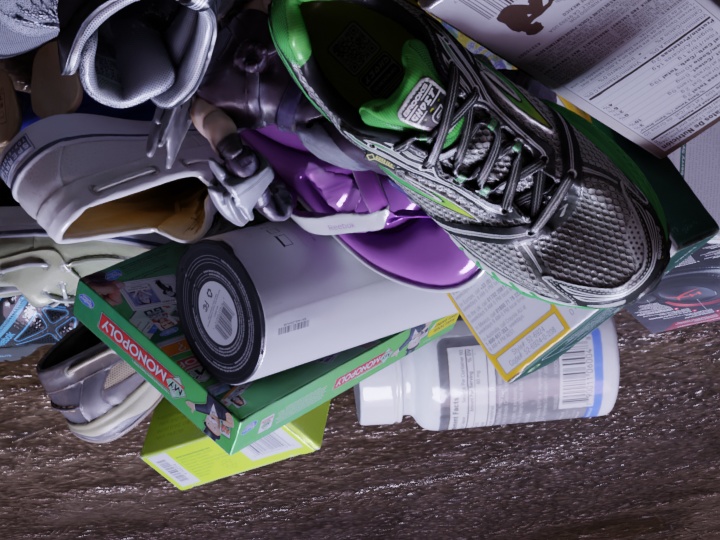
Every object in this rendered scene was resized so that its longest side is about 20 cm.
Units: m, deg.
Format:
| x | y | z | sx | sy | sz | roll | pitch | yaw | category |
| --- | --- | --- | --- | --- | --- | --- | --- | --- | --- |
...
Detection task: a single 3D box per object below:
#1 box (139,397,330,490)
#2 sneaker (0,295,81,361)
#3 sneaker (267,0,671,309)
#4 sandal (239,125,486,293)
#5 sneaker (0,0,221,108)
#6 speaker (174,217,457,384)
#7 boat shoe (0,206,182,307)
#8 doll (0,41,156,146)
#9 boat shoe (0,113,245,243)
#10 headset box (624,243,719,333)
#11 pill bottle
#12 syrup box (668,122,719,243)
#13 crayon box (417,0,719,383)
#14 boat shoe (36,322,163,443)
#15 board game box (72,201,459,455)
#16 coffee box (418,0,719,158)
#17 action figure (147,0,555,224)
| x | y | z | sx | sy | sz | roll | pitch | yaw | category |
| --- | --- | --- | --- | --- | --- | --- | --- | --- | --- |
| -0.066 | 0.041 | 1.016 | 0.122 | 0.200 | 0.048 | -20 | 131 | 34 | box |
| -0.208 | 0.019 | 1.055 | 0.200 | 0.073 | 0.082 | -14 | 155 | 18 | sneaker |
| 0.038 | -0.051 | 0.621 | 0.078 | 0.200 | 0.085 | -55 | 175 | 11 | sneaker |
| -0.018 | -0.051 | 0.780 | 0.050 | 0.203 | 0.083 | -23 | 142 | -47 | sandal |
| -0.127 | -0.117 | 0.676 | 0.075 | 0.114 | 0.200 | 14 | 151 | -40 | sneaker |
| 0.000 | 0.000 | 0.856 | 0.200 | 0.081 | 0.081 | -17 | 169 | -39 | speaker |
| -0.194 | -0.008 | 0.958 | 0.200 | 0.062 | 0.072 | -1 | 173 | 22 | boat shoe |
| -0.138 | -0.072 | 0.877 | 0.136 | 0.049 | 0.200 | -20 | 161 | 21 | doll |
| -0.097 | -0.044 | 0.823 | 0.200 | 0.070 | 0.071 | -5 | 143 | -51 | boat shoe |
| 0.245 | -0.024 | 1.060 | 0.148 | 0.075 | 0.200 | -15 | 156 | 23 | headset box |
| 0.094 | 0.066 | 1.195 | 0.199 | 0.114 | 0.114 | -4 | 158 | -3 | pill bottle |
| 0.167 | -0.059 | 0.867 | 0.079 | 0.082 | 0.200 | 4 | 179 | 36 | syrup box |
| 0.071 | -0.062 | 0.772 | 0.052 | 0.200 | 0.126 | -19 | 162 | -50 | crayon box |
| -0.126 | 0.021 | 0.984 | 0.073 | 0.200 | 0.074 | 51 | 164 | -31 | boat shoe |
| -0.050 | 0.021 | 0.899 | 0.200 | 0.135 | 0.029 | -25 | 145 | -44 | board game box |
| 0.097 | -0.140 | 0.665 | 0.080 | 0.113 | 0.200 | -35 | 148 | 26 | coffee box |
| -0.014 | -0.076 | 0.718 | 0.200 | 0.130 | 0.069 | 20 | 170 | 17 | action figure |
